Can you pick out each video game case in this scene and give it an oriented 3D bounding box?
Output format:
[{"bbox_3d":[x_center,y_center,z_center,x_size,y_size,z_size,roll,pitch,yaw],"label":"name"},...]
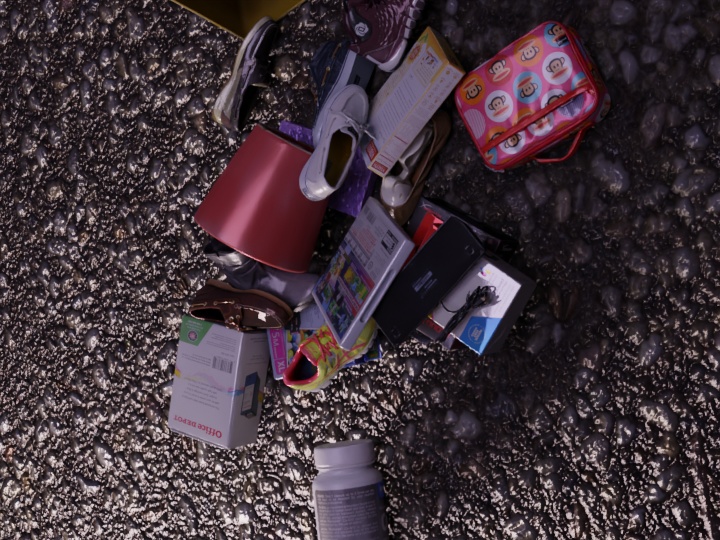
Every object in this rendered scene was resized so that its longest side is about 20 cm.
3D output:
[{"bbox_3d":[0.000,0.000,1.475,0.183,0.023,0.200,-58,24,11],"label":"video game case"}]

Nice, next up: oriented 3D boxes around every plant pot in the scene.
[{"bbox_3d":[-0.196,-0.532,1.626,0.199,0.199,0.178,-29,64,28],"label":"plant pot"},{"bbox_3d":[-0.135,-0.120,1.554,0.199,0.200,0.179,31,100,28],"label":"plant pot"}]

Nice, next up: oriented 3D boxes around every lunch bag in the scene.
[{"bbox_3d":[0.247,-0.233,1.406,0.199,0.082,0.178,-31,78,30],"label":"lunch bag"}]

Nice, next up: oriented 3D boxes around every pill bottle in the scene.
[{"bbox_3d":[-0.015,0.370,1.543,0.113,0.113,0.203,-9,85,32],"label":"pill bottle"}]

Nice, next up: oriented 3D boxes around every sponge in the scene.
[{"bbox_3d":[-0.061,-0.167,1.624,0.199,0.030,0.113,22,102,29],"label":"sponge"}]

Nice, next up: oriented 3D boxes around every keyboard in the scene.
[{"bbox_3d":[0.104,0.033,1.358,0.200,0.021,0.127,-50,62,25],"label":"keyboard"}]

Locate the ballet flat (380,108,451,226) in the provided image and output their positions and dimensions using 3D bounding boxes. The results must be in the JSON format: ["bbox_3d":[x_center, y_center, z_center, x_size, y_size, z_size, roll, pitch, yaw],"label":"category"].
[{"bbox_3d":[0.073,-0.157,1.514,0.068,0.072,0.201,37,109,22],"label":"ballet flat"}]

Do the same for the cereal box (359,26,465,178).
[{"bbox_3d":[0.069,-0.255,1.495,0.200,0.039,0.144,-51,29,23],"label":"cereal box"}]

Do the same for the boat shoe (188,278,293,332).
[{"bbox_3d":[-0.199,0.069,1.631,0.198,0.071,0.071,9,50,39],"label":"boat shoe"}]

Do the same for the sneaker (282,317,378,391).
[{"bbox_3d":[-0.047,0.117,1.534,0.078,0.090,0.201,46,111,24],"label":"sneaker"}]

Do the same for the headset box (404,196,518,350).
[{"bbox_3d":[0.122,0.013,1.480,0.148,0.075,0.202,32,106,27],"label":"headset box"}]

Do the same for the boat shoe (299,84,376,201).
[{"bbox_3d":[-0.022,-0.199,1.468,0.086,0.074,0.203,-13,45,52],"label":"boat shoe"}]

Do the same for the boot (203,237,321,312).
[{"bbox_3d":[-0.162,0.001,1.615,0.198,0.132,0.070,-2,48,35],"label":"boot"}]

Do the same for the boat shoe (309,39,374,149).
[{"bbox_3d":[-0.048,-0.276,1.575,0.090,0.071,0.202,10,70,38],"label":"boat shoe"}]

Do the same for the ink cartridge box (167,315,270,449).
[{"bbox_3d":[-0.242,0.188,1.703,0.144,0.087,0.203,12,94,32],"label":"ink cartridge box"}]

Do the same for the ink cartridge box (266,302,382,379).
[{"bbox_3d":[-0.064,0.104,1.620,0.198,0.042,0.121,-13,83,30],"label":"ink cartridge box"}]

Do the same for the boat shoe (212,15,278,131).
[{"bbox_3d":[-0.181,-0.330,1.683,0.065,0.073,0.201,34,111,16],"label":"boat shoe"}]

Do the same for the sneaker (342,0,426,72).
[{"bbox_3d":[0.037,-0.413,1.505,0.114,0.076,0.202,19,101,-13],"label":"sneaker"}]

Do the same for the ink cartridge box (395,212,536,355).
[{"bbox_3d":[0.131,0.014,1.392,0.199,0.067,0.117,36,107,25],"label":"ink cartridge box"}]
